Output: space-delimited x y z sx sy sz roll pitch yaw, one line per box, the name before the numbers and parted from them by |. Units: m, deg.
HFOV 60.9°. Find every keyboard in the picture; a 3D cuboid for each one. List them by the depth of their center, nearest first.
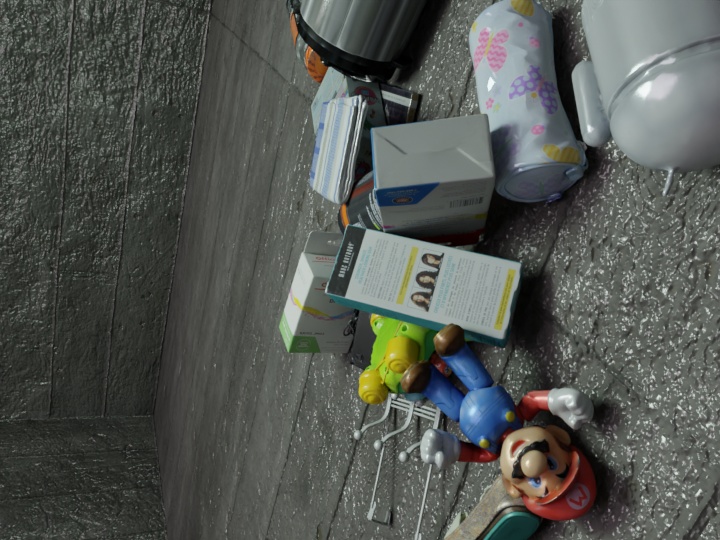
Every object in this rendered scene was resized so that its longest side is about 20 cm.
keyboard | 0.030 0.057 0.942 0.103 0.039 0.204 23 107 39

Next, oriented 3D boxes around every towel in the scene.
towel | -0.037 -0.182 0.907 0.200 0.023 0.150 -139 59 -68

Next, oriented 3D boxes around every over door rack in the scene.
over door rack | 0.047 0.261 0.821 0.147 0.065 0.204 175 98 -65

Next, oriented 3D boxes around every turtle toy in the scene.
turtle toy | 0.077 0.080 0.742 0.201 0.100 0.147 -54 16 44

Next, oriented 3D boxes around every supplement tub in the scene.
supplement tub | 0.039 -0.090 0.841 0.199 0.105 0.109 -15 72 62
supplement tub | -0.065 -0.437 1.097 0.123 0.120 0.203 -55 39 47

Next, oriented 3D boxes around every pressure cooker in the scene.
pressure cooker | -0.002 -0.385 0.894 0.201 0.176 0.178 -62 38 39

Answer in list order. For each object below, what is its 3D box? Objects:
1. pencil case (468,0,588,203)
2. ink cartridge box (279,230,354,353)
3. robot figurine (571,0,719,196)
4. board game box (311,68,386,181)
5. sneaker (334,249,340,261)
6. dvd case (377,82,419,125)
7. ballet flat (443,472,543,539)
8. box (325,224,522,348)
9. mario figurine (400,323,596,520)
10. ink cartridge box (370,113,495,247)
pencil case | 0.165 -0.172 0.618 0.090 0.082 0.204 -24 63 40
ink cartridge box | -0.051 0.040 1.001 0.068 0.115 0.202 61 140 47
robot figurine | 0.228 -0.158 0.444 0.169 0.111 0.204 -33 56 51
board game box | -0.022 -0.245 1.013 0.148 0.063 0.203 127 142 -52
sneaker | 0.000 0.000 0.808 0.078 0.086 0.200 -47 -4 -6
dvd case | 0.034 -0.188 0.974 0.149 0.016 0.204 -135 53 -60
ballet flat | 0.132 0.283 0.658 0.068 0.067 0.201 -87 22 -53
box | 0.068 0.016 0.659 0.049 0.197 0.084 53 -126 -66
mario figurine | 0.129 0.141 0.560 0.200 0.105 0.125 42 131 21
ink cartridge box | 0.077 -0.082 0.659 0.200 0.114 0.069 69 -164 -73
